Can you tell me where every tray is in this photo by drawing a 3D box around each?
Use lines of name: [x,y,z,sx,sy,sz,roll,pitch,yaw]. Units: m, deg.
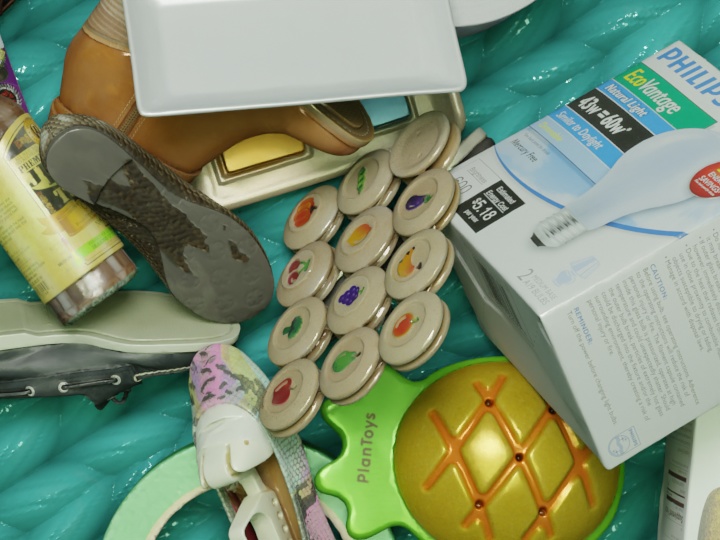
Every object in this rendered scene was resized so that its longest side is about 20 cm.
tray: [-0.042,-0.140,1.398,0.199,0.022,0.108,-5,60,-10]

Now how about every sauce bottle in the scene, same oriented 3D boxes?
sauce bottle: [-0.220,-0.061,1.451,0.065,0.065,0.200,-36,95,-1]

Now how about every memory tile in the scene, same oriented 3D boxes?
memory tile: [0.000,0.000,1.429,0.153,0.200,0.017,-29,128,33]

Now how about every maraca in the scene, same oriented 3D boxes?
maraca: [0.071,0.121,1.474,0.199,0.107,0.138,6,77,-6]

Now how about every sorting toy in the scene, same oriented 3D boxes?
sorting toy: [-0.049,-0.148,1.511,0.199,0.036,0.186,-17,90,-1]

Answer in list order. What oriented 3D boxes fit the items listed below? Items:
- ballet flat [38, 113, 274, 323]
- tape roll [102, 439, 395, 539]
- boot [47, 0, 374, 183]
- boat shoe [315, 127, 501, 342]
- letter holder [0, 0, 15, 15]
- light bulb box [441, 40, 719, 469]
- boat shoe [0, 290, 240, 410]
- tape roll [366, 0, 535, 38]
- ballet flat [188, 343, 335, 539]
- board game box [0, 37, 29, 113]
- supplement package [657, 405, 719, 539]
ballet flat: [-0.128,-0.035,1.449,0.067,0.046,0.200,-46,125,7]
tape roll: [-0.072,0.205,1.505,0.200,0.048,0.201,0,90,0]
boot: [-0.102,-0.086,1.465,0.200,0.074,0.155,33,111,10]
boat shoe: [0.030,-0.006,1.498,0.057,0.067,0.200,43,86,4]
letter holder: [-0.266,-0.278,1.445,0.200,0.142,0.101,42,74,-1]
light bulb box: [0.175,-0.015,1.413,0.200,0.198,0.125,-30,122,-7]
boat shoe: [-0.178,0.059,1.496,0.199,0.075,0.066,-3,118,-11]
tape roll: [0.048,-0.250,1.481,0.199,0.066,0.201,1,87,-12]
ballet flat: [-0.064,0.143,1.441,0.069,0.071,0.201,-22,92,33]
board game box: [-0.306,-0.093,1.460,0.200,0.032,0.120,-22,95,-34]
supplement package: [0.254,0.150,1.479,0.113,0.110,0.201,5,90,-1]
